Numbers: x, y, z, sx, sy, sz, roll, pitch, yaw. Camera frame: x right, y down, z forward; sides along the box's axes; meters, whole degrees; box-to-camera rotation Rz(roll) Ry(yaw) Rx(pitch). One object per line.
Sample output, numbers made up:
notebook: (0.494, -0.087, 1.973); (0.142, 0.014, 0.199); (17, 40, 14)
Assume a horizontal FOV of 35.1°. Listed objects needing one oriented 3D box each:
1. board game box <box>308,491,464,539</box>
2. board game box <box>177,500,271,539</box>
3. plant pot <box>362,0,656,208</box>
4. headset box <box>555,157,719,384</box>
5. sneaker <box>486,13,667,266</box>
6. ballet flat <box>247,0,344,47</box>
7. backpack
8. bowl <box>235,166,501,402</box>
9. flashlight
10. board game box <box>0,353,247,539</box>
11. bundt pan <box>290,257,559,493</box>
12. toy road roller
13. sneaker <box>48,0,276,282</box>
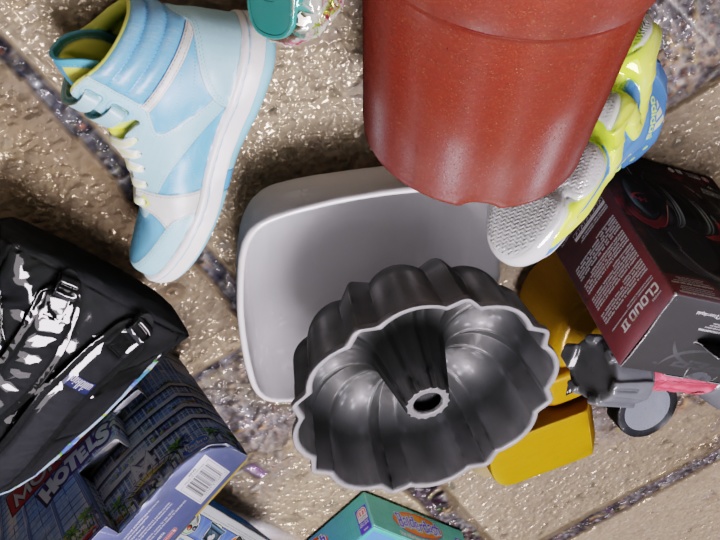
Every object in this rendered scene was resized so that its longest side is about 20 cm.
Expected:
board game box: (-0.006, 0.322, 1.175); (0.152, 0.045, 0.200); (30, 116, -37)
board game box: (-0.188, 0.281, 0.984); (0.196, 0.056, 0.200); (-55, 142, -11)
plant pot: (0.082, -0.156, 0.681); (0.199, 0.202, 0.196); (-8, 142, -12)
headset box: (0.238, 0.002, 0.860); (0.148, 0.201, 0.075); (11, 127, -26)
sneaker: (0.167, -0.080, 0.811); (0.105, 0.076, 0.201); (32, 87, -51)
ballet flat: (-0.035, -0.228, 0.652); (0.064, 0.075, 0.201); (-33, 140, -43)
backpack: (-0.251, 0.069, 0.806); (0.163, 0.154, 0.201); (30, 95, -40)
bowl: (0.000, 0.000, 0.863); (0.198, 0.075, 0.201); (-9, 134, -12)
flashlight: (0.253, 0.084, 0.885); (0.199, 0.068, 0.068); (5, 155, -34)
board game box: (-0.207, 0.151, 0.872); (0.200, 0.200, 0.062); (-48, 129, -1)
bundt pan: (0.039, 0.071, 0.837); (0.201, 0.076, 0.203); (-10, 134, -11)
toy road roller: (0.157, 0.070, 0.955); (0.199, 0.123, 0.147); (-22, 123, -6)
sneaker: (-0.146, -0.087, 0.732); (0.130, 0.080, 0.201); (10, 118, -29)
